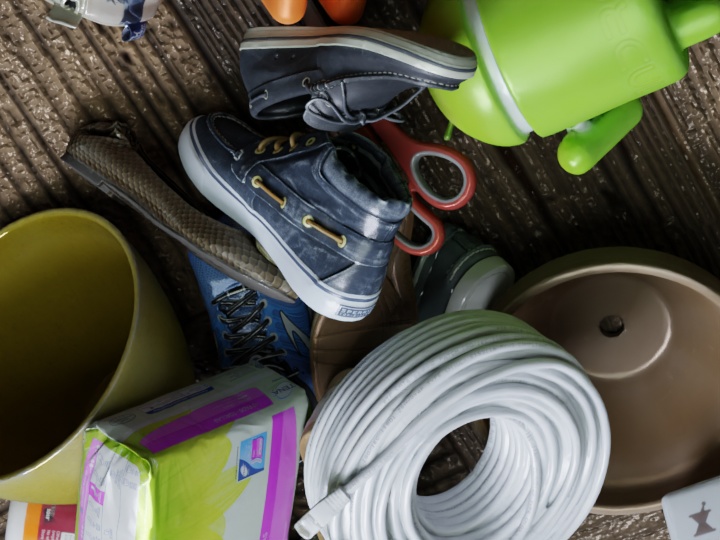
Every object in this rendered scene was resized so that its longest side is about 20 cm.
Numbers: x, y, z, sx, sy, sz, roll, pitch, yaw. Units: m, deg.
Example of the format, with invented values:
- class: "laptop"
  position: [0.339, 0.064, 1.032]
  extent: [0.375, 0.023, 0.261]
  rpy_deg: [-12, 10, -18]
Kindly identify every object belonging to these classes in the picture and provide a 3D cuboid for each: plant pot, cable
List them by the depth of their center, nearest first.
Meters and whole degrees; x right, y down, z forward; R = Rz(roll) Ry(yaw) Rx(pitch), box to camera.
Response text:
- class: "cable"
  position: [0.061, 0.123, 1.244]
  extent: [0.200, 0.069, 0.200]
  rpy_deg: [36, 95, -38]
- class: "plant pot"
  position: [0.173, 0.059, 1.333]
  extent: [0.199, 0.093, 0.202]
  rpy_deg: [2, 122, 3]
- class: "plant pot"
  position: [-0.191, 0.080, 1.335]
  extent: [0.199, 0.201, 0.142]
  rpy_deg: [-27, 140, 19]

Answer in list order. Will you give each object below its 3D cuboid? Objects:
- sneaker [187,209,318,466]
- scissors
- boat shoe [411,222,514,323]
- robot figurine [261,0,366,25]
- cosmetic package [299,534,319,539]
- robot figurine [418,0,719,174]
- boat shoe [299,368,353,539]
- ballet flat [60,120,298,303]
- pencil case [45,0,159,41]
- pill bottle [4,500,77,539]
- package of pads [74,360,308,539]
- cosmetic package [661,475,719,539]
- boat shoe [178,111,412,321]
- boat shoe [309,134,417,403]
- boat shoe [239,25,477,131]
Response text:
- class: "sneaker"
  position: [-0.064, 0.048, 1.347]
  extent: [0.078, 0.089, 0.201]
  rpy_deg: [-18, 115, 14]
- class: "scissors"
  position: [-0.005, -0.099, 1.245]
  extent: [0.200, 0.014, 0.073]
  rpy_deg: [48, 111, 8]
- class: "boat shoe"
  position: [0.044, 0.053, 1.371]
  extent: [0.062, 0.072, 0.201]
  rpy_deg: [47, 132, 27]
- class: "robot figurine"
  position: [-0.019, -0.246, 1.153]
  extent: [0.143, 0.117, 0.201]
  rpy_deg: [19, 121, 11]
- class: "cosmetic package"
  position: [0.023, 0.269, 1.397]
  extent: [0.104, 0.200, 0.072]
  rpy_deg: [-11, 122, -8]
- class: "robot figurine"
  position: [0.123, -0.149, 1.200]
  extent: [0.199, 0.116, 0.176]
  rpy_deg: [-22, 111, 17]
- class: "boat shoe"
  position: [0.007, 0.141, 1.341]
  extent: [0.073, 0.070, 0.201]
  rpy_deg: [9, 145, 14]
- class: "ballet flat"
  position: [-0.113, -0.042, 1.280]
  extent: [0.199, 0.067, 0.047]
  rpy_deg: [33, 84, 25]
- class: "pencil case"
  position: [-0.135, -0.242, 1.182]
  extent: [0.077, 0.090, 0.201]
  rpy_deg: [19, 119, -6]
- class: "pill bottle"
  position: [-0.153, 0.201, 1.433]
  extent: [0.198, 0.110, 0.110]
  rpy_deg: [6, 121, 1]
- class: "package of pads"
  position: [-0.116, 0.174, 1.276]
  extent: [0.068, 0.154, 0.202]
  rpy_deg: [26, 120, 34]
- class: "cosmetic package"
  position: [0.323, 0.228, 1.334]
  extent: [0.164, 0.166, 0.200]
  rpy_deg: [-20, 153, 16]
- class: "boat shoe"
  position: [-0.038, -0.063, 1.240]
  extent: [0.070, 0.200, 0.091]
  rpy_deg: [-2, 127, -44]
- class: "boat shoe"
  position: [0.000, 0.000, 1.324]
  extent: [0.071, 0.072, 0.202]
  rpy_deg: [-1, 114, -7]
- class: "boat shoe"
  position: [-0.004, -0.114, 1.174]
  extent: [0.074, 0.199, 0.063]
  rpy_deg: [3, 92, -40]
